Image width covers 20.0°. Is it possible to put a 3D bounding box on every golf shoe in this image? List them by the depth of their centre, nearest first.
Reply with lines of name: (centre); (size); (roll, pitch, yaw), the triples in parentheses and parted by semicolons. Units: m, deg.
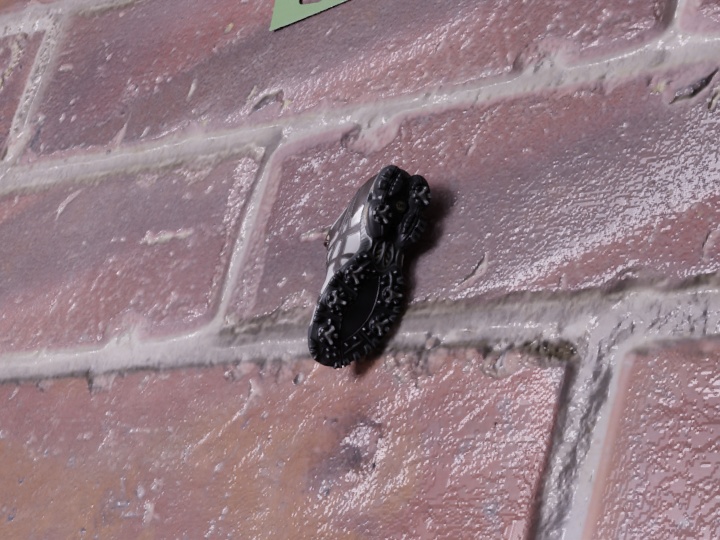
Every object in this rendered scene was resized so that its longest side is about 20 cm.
golf shoe: (0.000, 0.000, 1.901); (0.201, 0.077, 0.094); (-64, 21, -13)

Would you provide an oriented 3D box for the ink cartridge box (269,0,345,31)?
ink cartridge box: (-0.045, -0.373, 2.228); (0.145, 0.048, 0.201); (-17, 50, 38)
